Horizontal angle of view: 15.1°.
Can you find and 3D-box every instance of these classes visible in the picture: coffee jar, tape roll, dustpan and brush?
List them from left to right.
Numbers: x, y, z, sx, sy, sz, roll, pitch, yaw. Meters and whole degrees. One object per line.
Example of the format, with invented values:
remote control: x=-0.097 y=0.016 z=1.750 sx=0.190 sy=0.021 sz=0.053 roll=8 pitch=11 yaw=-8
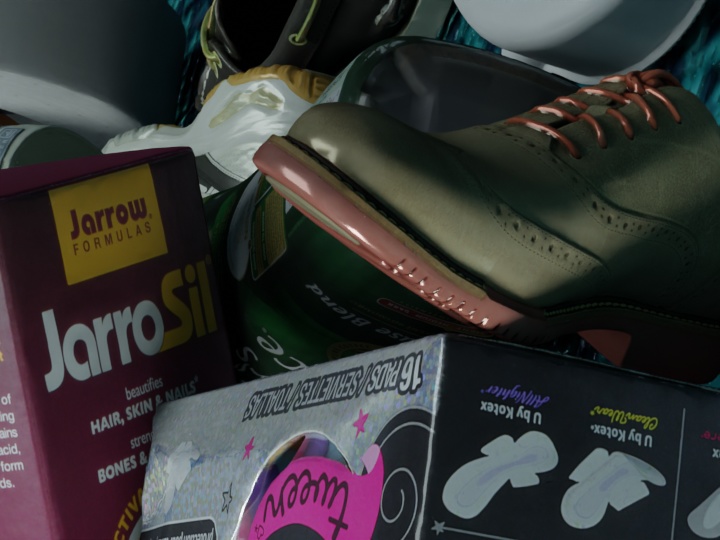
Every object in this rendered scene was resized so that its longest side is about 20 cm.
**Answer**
tape roll: x=-0.184 y=-0.092 z=1.272 sx=0.200 sy=0.200 sz=0.066 roll=150 pitch=130 yaw=-62
coffee jar: x=0.000 y=0.000 z=0.896 sx=0.200 sy=0.104 sz=0.086 roll=144 pitch=138 yaw=-60
dustpan and brush: x=0.059 y=-0.094 z=0.874 sx=0.200 sy=0.057 sz=0.140 roll=-59 pitch=44 yaw=34

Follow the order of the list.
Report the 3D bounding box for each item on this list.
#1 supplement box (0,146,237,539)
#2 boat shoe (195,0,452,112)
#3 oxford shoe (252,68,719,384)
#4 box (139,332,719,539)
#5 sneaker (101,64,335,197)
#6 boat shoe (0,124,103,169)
supplement box: x=-0.096 y=0.070 z=0.848 sx=0.085 sy=0.110 sz=0.201 roll=-6 pitch=98 yaw=31
boat shoe: x=-0.028 y=-0.101 z=1.081 sx=0.201 sy=0.060 sz=0.072 roll=151 pitch=130 yaw=-62
oxford shoe: x=0.047 y=-0.025 z=0.690 sx=0.070 sy=0.200 sz=0.075 roll=38 pitch=103 yaw=31
box: x=0.026 y=0.093 z=0.736 sx=0.200 sy=0.132 sz=0.115 roll=161 pitch=118 yaw=-64
sneaker: x=-0.062 y=-0.014 z=1.096 sx=0.200 sy=0.075 sz=0.088 roll=148 pitch=131 yaw=-62
boat shoe: x=-0.094 y=0.013 z=1.005 sx=0.071 sy=0.201 sz=0.070 roll=2 pitch=57 yaw=37
